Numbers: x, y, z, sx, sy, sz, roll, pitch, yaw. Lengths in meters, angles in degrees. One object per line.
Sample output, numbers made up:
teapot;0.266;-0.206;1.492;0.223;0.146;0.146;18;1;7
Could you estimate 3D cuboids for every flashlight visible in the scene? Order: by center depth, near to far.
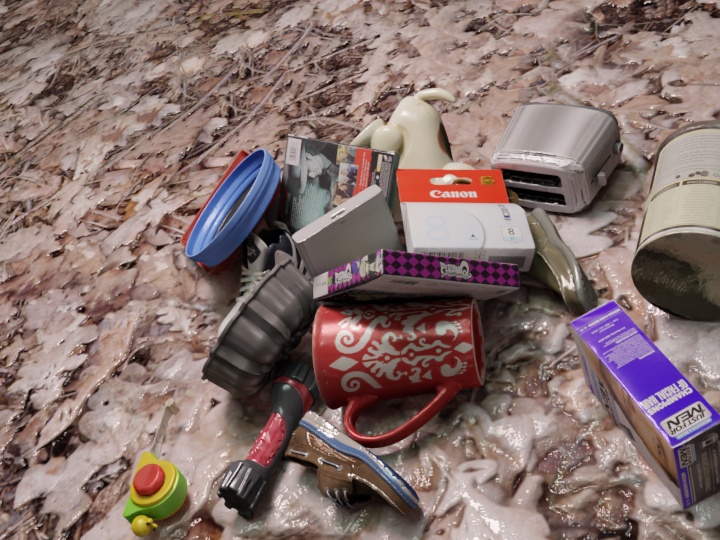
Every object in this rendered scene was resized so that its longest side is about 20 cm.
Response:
flashlight;-0.116;0.207;1.102;0.067;0.068;0.201;27;50;5

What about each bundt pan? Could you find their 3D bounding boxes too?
bundt pan;-0.124;0.087;1.172;0.075;0.202;0.202;35;61;5

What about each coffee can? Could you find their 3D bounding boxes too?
coffee can;0.418;-0.063;1.056;0.145;0.147;0.201;2;46;29

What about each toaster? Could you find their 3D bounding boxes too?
toaster;0.276;-0.167;1.276;0.198;0.114;0.130;14;55;33

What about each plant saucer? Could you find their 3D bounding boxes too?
plant saucer;-0.213;-0.096;1.454;0.201;0.037;0.200;-56;31;0

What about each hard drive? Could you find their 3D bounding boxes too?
hard drive;0.000;0.000;1.165;0.131;0.201;0.026;-32;39;-12

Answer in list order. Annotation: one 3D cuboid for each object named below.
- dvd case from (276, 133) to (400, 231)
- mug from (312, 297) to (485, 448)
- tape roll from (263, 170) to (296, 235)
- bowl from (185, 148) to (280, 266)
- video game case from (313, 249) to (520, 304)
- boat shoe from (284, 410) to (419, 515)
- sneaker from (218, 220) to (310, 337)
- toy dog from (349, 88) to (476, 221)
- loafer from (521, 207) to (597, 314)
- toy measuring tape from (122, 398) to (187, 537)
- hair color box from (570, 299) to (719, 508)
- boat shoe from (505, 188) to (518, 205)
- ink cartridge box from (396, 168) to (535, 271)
dvd case;-0.038;-0.118;1.295;0.198;0.148;0.022;14;11;31
mug;0.055;0.121;1.094;0.197;0.180;0.133;-8;0;14
tape roll;-0.063;-0.115;1.438;0.198;0.067;0.202;-14;40;12
bowl;-0.193;-0.093;1.328;0.200;0.039;0.202;-43;24;24
video game case;0.066;0.016;1.084;0.181;0.197;0.036;-22;66;59
boat shoe;-0.014;0.242;1.022;0.199;0.072;0.073;24;71;47
sneaker;-0.160;0.008;1.302;0.199;0.130;0.079;-44;41;-22
toy dog;0.109;-0.153;1.320;0.194;0.139;0.201;-43;76;11
loafer;0.251;-0.003;1.151;0.069;0.075;0.201;-31;33;11
toy measuring tape;-0.250;0.252;1.130;0.073;0.074;0.202;-9;42;19
hair color box;0.305;0.137;0.926;0.064;0.110;0.201;-28;38;-3
boat shoe;0.155;-0.036;1.232;0.199;0.067;0.074;-37;48;-20
ink cartridge box;0.135;-0.084;1.163;0.158;0.048;0.202;0;48;-6
